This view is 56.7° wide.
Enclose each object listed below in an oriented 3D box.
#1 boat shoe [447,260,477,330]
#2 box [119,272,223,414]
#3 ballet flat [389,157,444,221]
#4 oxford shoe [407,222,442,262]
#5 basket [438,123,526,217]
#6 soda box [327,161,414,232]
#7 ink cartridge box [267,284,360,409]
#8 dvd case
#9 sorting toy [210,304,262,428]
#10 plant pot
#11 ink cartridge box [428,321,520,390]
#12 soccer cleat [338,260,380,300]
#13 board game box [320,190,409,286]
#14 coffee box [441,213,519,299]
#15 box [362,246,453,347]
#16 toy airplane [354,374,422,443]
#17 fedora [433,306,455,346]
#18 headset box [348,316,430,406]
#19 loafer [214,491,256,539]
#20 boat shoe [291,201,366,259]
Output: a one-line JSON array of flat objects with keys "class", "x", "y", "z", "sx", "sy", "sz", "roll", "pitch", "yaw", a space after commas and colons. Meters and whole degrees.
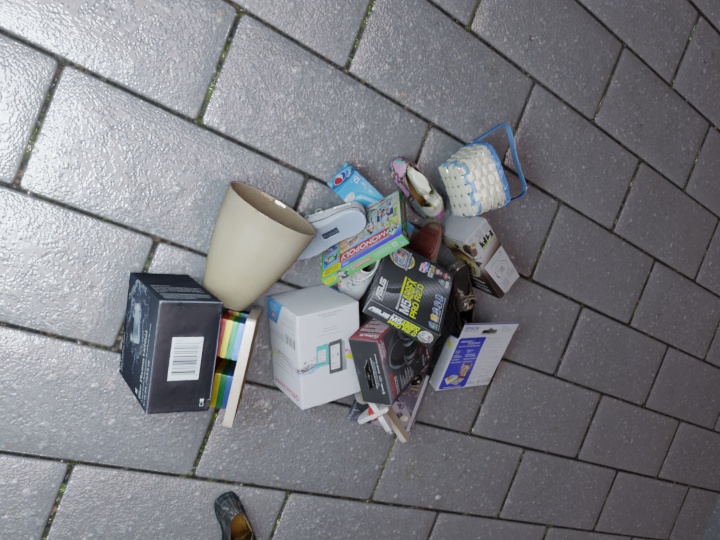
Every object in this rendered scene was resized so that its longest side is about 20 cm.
[{"class": "boat shoe", "x": 0.249, "y": 0.064, "z": 1.603, "sx": 0.074, "sy": 0.073, "sz": 0.202, "roll": -29, "pitch": 133, "yaw": -20}, {"class": "box", "x": -0.342, "y": 0.123, "z": 1.191, "sx": 0.116, "sy": 0.199, "sz": 0.200, "roll": 4, "pitch": 101, "yaw": -33}, {"class": "ballet flat", "x": 0.139, "y": -0.175, "z": 1.493, "sx": 0.069, "sy": 0.071, "sz": 0.200, "roll": -51, "pitch": 124, "yaw": -10}, {"class": "oxford shoe", "x": 0.143, "y": -0.014, "z": 1.552, "sx": 0.074, "sy": 0.070, "sz": 0.202, "roll": 15, "pitch": 101, "yaw": -53}, {"class": "basket", "x": 0.286, "y": -0.223, "z": 1.529, "sx": 0.198, "sy": 0.139, "sz": 0.179, "roll": -25, "pitch": 106, "yaw": -18}, {"class": "soda box", "x": 0.023, "y": -0.138, "z": 1.425, "sx": 0.064, "sy": 0.068, "sz": 0.199, "roll": -48, "pitch": 124, "yaw": 5}, {"class": "ink cartridge box", "x": -0.096, "y": 0.154, "z": 1.390, "sx": 0.144, "sy": 0.146, "sz": 0.203, "roll": -12, "pitch": 110, "yaw": -30}, {"class": "dvd case", "x": 0.074, "y": 0.307, "z": 1.620, "sx": 0.198, "sy": 0.016, "sz": 0.151, "roll": 19, "pitch": 92, "yaw": -35}, {"class": "sorting toy", "x": -0.248, "y": 0.171, "z": 1.281, "sx": 0.069, "sy": 0.200, "sz": 0.202, "roll": 13, "pitch": 93, "yaw": -6}, {"class": "plant pot", "x": -0.211, "y": -0.033, "z": 1.263, "sx": 0.186, "sy": 0.188, "sz": 0.202, "roll": 23, "pitch": 106, "yaw": -35}, {"class": "ink cartridge box", "x": 0.283, "y": 0.204, "z": 1.670, "sx": 0.195, "sy": 0.047, "sz": 0.202, "roll": 2, "pitch": 118, "yaw": -36}, {"class": "soccer cleat", "x": 0.000, "y": 0.000, "z": 1.415, "sx": 0.068, "sy": 0.086, "sz": 0.202, "roll": 22, "pitch": 118, "yaw": -8}, {"class": "board game box", "x": 0.006, "y": -0.064, "z": 1.341, "sx": 0.198, "sy": 0.136, "sz": 0.029, "roll": -29, "pitch": 128, "yaw": 25}, {"class": "coffee box", "x": 0.282, "y": -0.038, "z": 1.598, "sx": 0.080, "sy": 0.113, "sz": 0.201, "roll": -46, "pitch": 122, "yaw": -12}, {"class": "box", "x": 0.103, "y": 0.044, "z": 1.380, "sx": 0.159, "sy": 0.201, "sz": 0.044, "roll": 29, "pitch": 131, "yaw": -5}, {"class": "toy airplane", "x": 0.039, "y": 0.280, "z": 1.498, "sx": 0.198, "sy": 0.140, "sz": 0.203, "roll": 21, "pitch": 59, "yaw": -44}, {"class": "fedora", "x": 0.159, "y": 0.117, "z": 1.532, "sx": 0.200, "sy": 0.091, "sz": 0.202, "roll": -34, "pitch": 145, "yaw": -29}, {"class": "headset box", "x": 0.059, "y": 0.170, "z": 1.383, "sx": 0.200, "sy": 0.076, "sz": 0.151, "roll": -38, "pitch": 122, "yaw": -49}, {"class": "loafer", "x": -0.262, "y": 0.580, "z": 1.448, "sx": 0.072, "sy": 0.072, "sz": 0.203, "roll": -28, "pitch": 117, "yaw": -24}, {"class": "boat shoe", "x": -0.082, "y": -0.092, "z": 1.365, "sx": 0.200, "sy": 0.087, "sz": 0.075, "roll": -24, "pitch": 119, "yaw": 14}]
